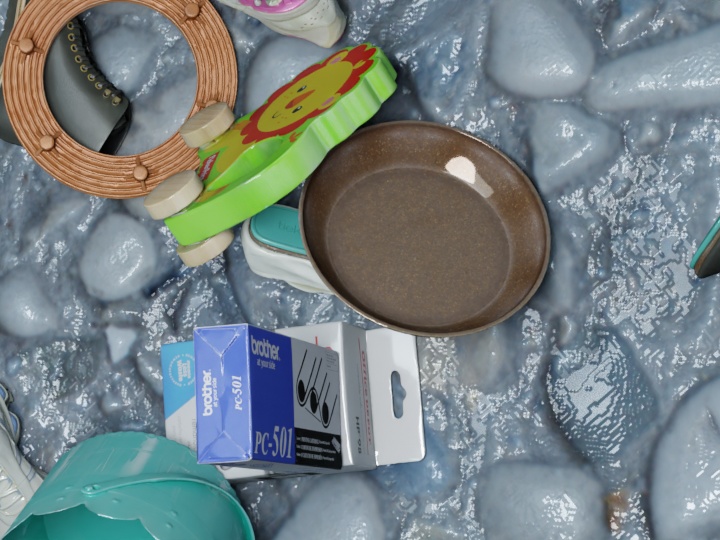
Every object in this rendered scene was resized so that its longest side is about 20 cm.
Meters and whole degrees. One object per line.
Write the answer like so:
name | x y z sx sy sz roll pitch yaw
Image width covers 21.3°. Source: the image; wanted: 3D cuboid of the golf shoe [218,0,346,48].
golf shoe | -0.087 -0.238 1.596 0.076 0.091 0.200 -51 46 -1

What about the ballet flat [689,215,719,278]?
ballet flat | 0.320 -0.072 1.428 0.068 0.068 0.201 29 92 12

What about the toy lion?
toy lion | -0.060 -0.106 1.512 0.191 0.200 0.069 -25 113 22

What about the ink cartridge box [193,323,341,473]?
ink cartridge box | -0.065 0.097 1.393 0.044 0.200 0.095 -5 80 17

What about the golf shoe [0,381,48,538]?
golf shoe | -0.302 0.178 1.593 0.078 0.097 0.201 -39 73 8

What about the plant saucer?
plant saucer | 0.048 -0.026 1.490 0.198 0.037 0.202 5 56 -8

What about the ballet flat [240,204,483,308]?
ballet flat | 0.000 0.000 1.525 0.198 0.069 0.070 16 87 0

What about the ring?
ring | -0.202 -0.162 1.609 0.198 0.019 0.203 0 87 -4

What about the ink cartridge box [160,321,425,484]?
ink cartridge box | -0.055 0.105 1.531 0.198 0.067 0.117 -8 79 18

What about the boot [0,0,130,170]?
boot | -0.237 -0.189 1.647 0.137 0.077 0.201 26 100 14

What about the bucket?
bucket | -0.183 0.234 1.482 0.205 0.135 0.209 5 118 9
